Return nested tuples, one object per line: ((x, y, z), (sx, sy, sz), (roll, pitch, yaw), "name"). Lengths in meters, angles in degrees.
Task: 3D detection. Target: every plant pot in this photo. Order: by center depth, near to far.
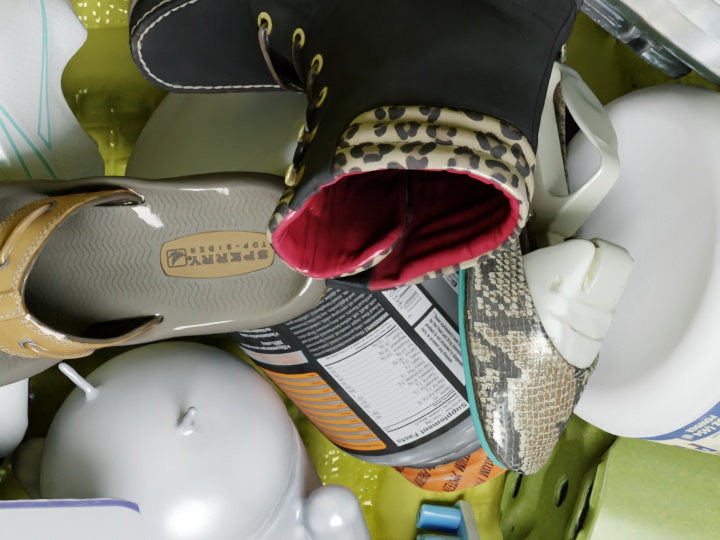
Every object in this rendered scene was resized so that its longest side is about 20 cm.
((0.173, 0.128, 1.204), (0.189, 0.200, 0.201), (18, 110, -17), "plant pot")

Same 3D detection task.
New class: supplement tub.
((0.184, 0.011, 1.071), (0.199, 0.145, 0.146), (13, 112, -34), "supplement tub")
((0.000, 0.000, 1.086), (0.122, 0.123, 0.200), (-40, 125, 2), "supplement tub")

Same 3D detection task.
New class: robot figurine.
((-0.072, 0.109, 1.108), (0.168, 0.113, 0.201), (5, 143, 22), "robot figurine")

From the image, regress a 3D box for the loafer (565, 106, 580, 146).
((0.149, -0.026, 1.165), (0.199, 0.073, 0.073), (21, 104, -31), "loafer")

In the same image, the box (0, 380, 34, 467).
((-0.246, 0.112, 1.099), (0.142, 0.036, 0.201), (18, 107, -29), "box")

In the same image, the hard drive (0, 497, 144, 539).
((-0.176, 0.149, 1.046), (0.131, 0.026, 0.200), (0, 150, -20), "hard drive")

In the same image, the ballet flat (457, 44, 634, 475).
((0.072, -0.021, 1.017), (0.075, 0.201, 0.068), (-22, 148, 29), "ballet flat")

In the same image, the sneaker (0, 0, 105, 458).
((-0.142, -0.020, 1.036), (0.080, 0.070, 0.202), (-9, 108, -28), "sneaker")

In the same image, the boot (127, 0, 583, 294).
((-0.010, -0.065, 0.938), (0.198, 0.151, 0.073), (-7, 137, 22), "boot")

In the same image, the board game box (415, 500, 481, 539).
((0.030, 0.241, 1.188), (0.026, 0.200, 0.201), (9, 114, -11), "board game box")

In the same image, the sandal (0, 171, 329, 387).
((-0.108, 0.006, 0.969), (0.198, 0.055, 0.082), (-5, 101, 4), "sandal")

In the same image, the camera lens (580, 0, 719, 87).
((0.150, -0.188, 1.021), (0.160, 0.160, 0.200), (31, 103, -32), "camera lens")
